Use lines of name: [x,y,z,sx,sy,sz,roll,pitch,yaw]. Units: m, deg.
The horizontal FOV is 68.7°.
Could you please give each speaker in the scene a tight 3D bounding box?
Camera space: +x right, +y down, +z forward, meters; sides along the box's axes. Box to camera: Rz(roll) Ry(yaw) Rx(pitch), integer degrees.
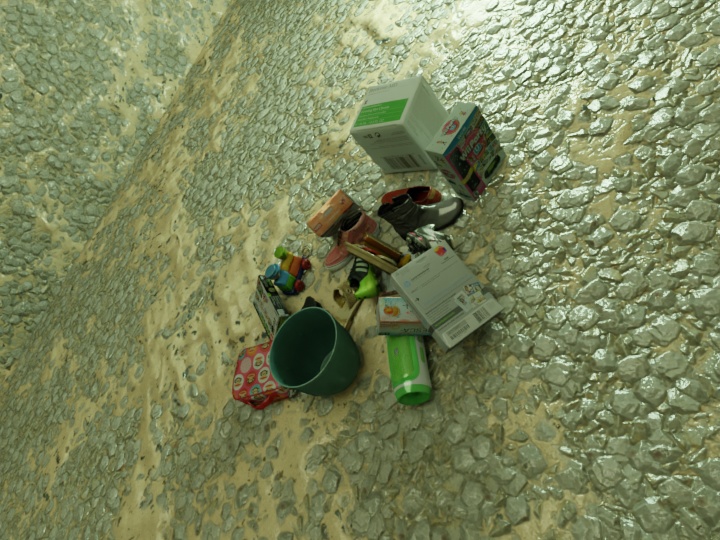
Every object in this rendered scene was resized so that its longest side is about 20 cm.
speaker: [0.107,0.195,1.190,0.088,0.088,0.201,-25,49,24]

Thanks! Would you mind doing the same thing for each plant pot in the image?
plant pot: [-0.096,0.213,1.287,0.200,0.161,0.202,-19,52,26]

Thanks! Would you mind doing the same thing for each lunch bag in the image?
lunch bag: [-0.257,0.288,1.430,0.199,0.082,0.177,-18,53,29]

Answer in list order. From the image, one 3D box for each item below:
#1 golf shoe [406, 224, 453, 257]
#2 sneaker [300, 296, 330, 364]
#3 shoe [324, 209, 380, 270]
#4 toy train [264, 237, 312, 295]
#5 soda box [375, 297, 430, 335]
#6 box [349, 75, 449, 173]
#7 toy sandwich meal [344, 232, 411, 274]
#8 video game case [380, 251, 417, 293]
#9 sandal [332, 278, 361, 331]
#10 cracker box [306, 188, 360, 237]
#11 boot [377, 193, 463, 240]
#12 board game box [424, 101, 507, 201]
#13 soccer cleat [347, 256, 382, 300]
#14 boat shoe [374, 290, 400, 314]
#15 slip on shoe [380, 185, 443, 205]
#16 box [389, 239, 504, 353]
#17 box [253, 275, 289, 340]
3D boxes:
golf shoe: [0.197,-0.043,1.252,0.088,0.077,0.200,-34,57,-17]
sneaker: [-0.145,0.166,1.439,0.104,0.060,0.201,2,60,41]
shoe: [-0.044,-0.087,1.494,0.200,0.091,0.072,-39,45,13]
toy train: [-0.212,-0.038,1.583,0.084,0.116,0.201,-2,62,38]
soda box: [0.136,0.102,1.166,0.198,0.069,0.064,1,55,-4]
box: [0.120,-0.405,1.491,0.198,0.200,0.172,5,64,42]
toy sandwich meal: [0.053,-0.041,1.291,0.205,0.205,0.071,28,90,46]
video game case: [0.136,0.030,1.320,0.199,0.022,0.183,-13,55,33]
sandal: [-0.044,0.073,1.404,0.077,0.070,0.213,2,64,40]
cracker box: [-0.072,-0.159,1.504,0.134,0.200,0.058,-45,88,7]
boot: [0.153,-0.153,1.346,0.199,0.132,0.070,-27,48,23]
board game box: [0.262,-0.288,1.296,0.064,0.200,0.148,31,84,46]
soccer cleat: [0.000,0.000,1.399,0.081,0.068,0.201,-19,40,3]
boat shoe: [0.119,0.056,1.253,0.199,0.072,0.072,-21,52,36]
slip on shoe: [0.133,-0.202,1.447,0.199,0.061,0.074,6,69,43]
box: [0.182,0.052,1.129,0.155,0.041,0.200,-32,72,-18]
box: [-0.264,0.114,1.544,0.200,0.035,0.111,53,136,45]
